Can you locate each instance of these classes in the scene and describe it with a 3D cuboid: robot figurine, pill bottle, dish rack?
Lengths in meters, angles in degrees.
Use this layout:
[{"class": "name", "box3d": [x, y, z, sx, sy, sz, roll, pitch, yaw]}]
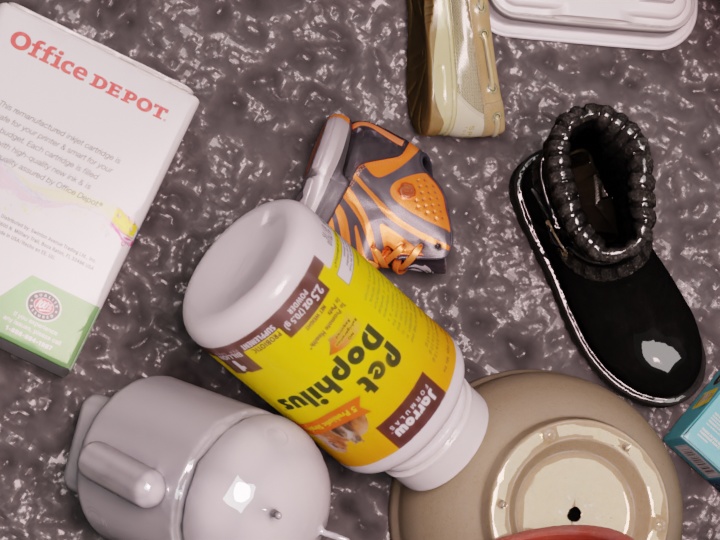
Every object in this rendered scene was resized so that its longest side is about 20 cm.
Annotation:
[{"class": "robot figurine", "box3d": [-0.099, 0.134, 1.376, 0.169, 0.200, 0.113, 8, 96, -48]}, {"class": "pill bottle", "box3d": [-0.010, 0.053, 1.379, 0.200, 0.109, 0.109, 42, 77, -28]}, {"class": "dish rack", "box3d": [0.165, -0.262, 1.545, 0.171, 0.044, 0.201, 4, 83, -10]}]

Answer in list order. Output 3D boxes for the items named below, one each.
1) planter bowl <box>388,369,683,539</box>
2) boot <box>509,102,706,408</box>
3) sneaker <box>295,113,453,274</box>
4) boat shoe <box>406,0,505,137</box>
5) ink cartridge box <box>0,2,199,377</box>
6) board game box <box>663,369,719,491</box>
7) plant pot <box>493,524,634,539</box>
[{"class": "planter bowl", "box3d": [0.129, 0.160, 1.440, 0.199, 0.135, 0.201, 1, 83, -10]}, {"class": "boot", "box3d": [0.175, -0.004, 1.455, 0.079, 0.158, 0.211, -34, 90, -12]}, {"class": "sneaker", "box3d": [0.000, 0.000, 1.466, 0.112, 0.078, 0.201, 20, 80, -6]}, {"class": "boat shoe", "box3d": [0.070, -0.192, 1.507, 0.063, 0.073, 0.202, 1, 86, -16]}, {"class": "ink cartridge box", "box3d": [-0.213, -0.052, 1.431, 0.144, 0.084, 0.201, 26, 80, -6]}, {"class": "board game box", "box3d": [0.333, 0.093, 1.528, 0.151, 0.047, 0.200, 42, 78, -2]}, {"class": "plant pot", "box3d": [0.113, 0.289, 1.298, 0.200, 0.201, 0.196, -28, 110, -12]}]
